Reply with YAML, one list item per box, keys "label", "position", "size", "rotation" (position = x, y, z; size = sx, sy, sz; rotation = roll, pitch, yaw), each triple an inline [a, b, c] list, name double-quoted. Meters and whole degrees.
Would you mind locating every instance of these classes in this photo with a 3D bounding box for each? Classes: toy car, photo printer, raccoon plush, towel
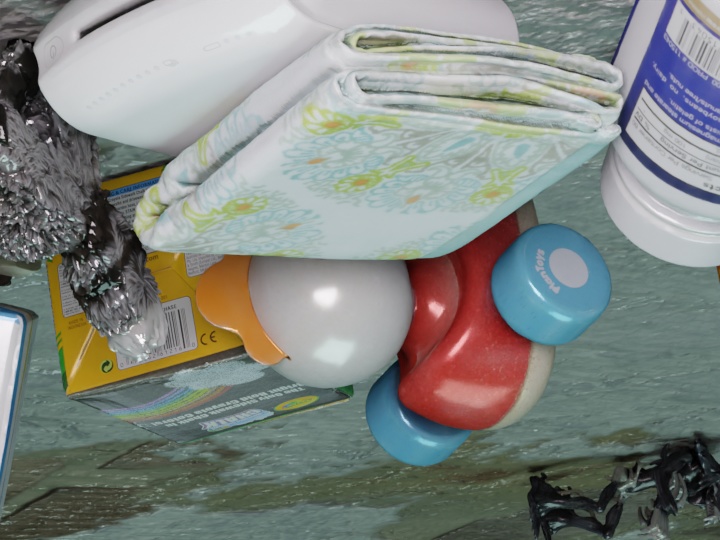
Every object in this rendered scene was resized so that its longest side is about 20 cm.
- label: "toy car"
  position: [0.000, 0.000, 1.561]
  size: [0.199, 0.177, 0.184]
  rotation: [4, 150, -30]
- label: "photo printer"
  position: [-0.045, -0.107, 1.371]
  size: [0.166, 0.070, 0.200]
  rotation: [-21, 159, 34]
- label: "raccoon plush"
  position: [-0.197, -0.025, 1.405]
  size: [0.134, 0.200, 0.097]
  rotation: [-15, -166, 23]
- label: "towel"
  position: [0.009, -0.057, 1.366]
  size: [0.171, 0.048, 0.200]
  rotation: [4, 156, -33]

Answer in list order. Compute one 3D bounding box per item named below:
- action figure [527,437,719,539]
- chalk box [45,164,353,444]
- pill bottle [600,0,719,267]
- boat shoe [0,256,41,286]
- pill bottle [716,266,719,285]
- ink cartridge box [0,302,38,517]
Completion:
- label: "action figure"
  position: [0.252, 0.208, 2.477]
  size: [0.199, 0.102, 0.119]
  rotation: [-10, 151, 11]
- label: "chalk box"
  position: [-0.086, 0.023, 1.683]
  size: [0.124, 0.124, 0.200]
  rotation: [-15, 163, 17]
- label: "pill bottle"
  position: [0.181, -0.095, 1.356]
  size: [0.119, 0.120, 0.200]
  rotation: [-4, 147, -15]
- label: "boat shoe"
  position: [-0.236, -0.027, 1.534]
  size: [0.060, 0.072, 0.201]
  rotation: [-17, 164, 12]
- label: "pill bottle"
  position: [0.258, -0.004, 1.622]
  size: [0.109, 0.201, 0.109]
  rotation: [-8, 163, -2]
- label: "ink cartridge box"
  position: [-0.268, 0.082, 1.607]
  size: [0.146, 0.147, 0.200]
  rotation: [10, 180, -4]
